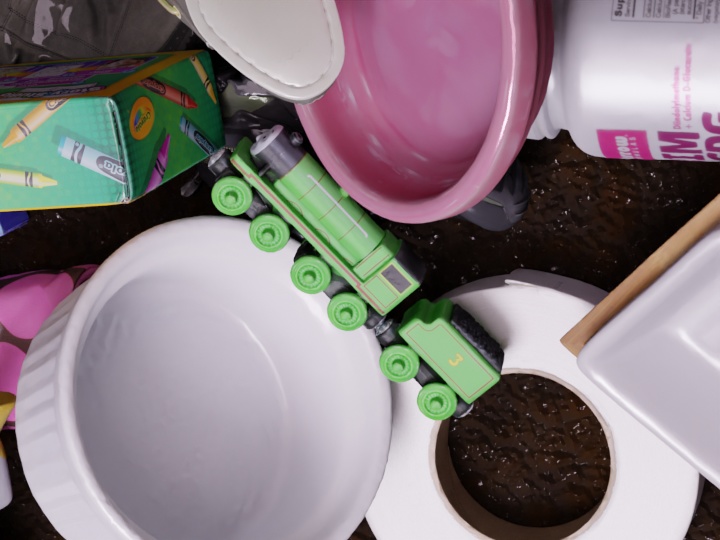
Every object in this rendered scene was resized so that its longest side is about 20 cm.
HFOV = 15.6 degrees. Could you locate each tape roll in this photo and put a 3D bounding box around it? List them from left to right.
[{"bbox_3d":[0.094,0.101,1.475,0.202,0.037,0.204,3,103,15],"label":"tape roll"}]

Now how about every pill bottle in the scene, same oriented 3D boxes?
[{"bbox_3d":[0.167,-0.113,1.364,0.199,0.113,0.114,3,104,15],"label":"pill bottle"}]

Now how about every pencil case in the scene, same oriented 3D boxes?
[{"bbox_3d":[-0.234,0.057,1.531,0.199,0.091,0.094,-8,112,19],"label":"pencil case"}]

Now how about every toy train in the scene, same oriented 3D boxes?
[{"bbox_3d":[0.000,0.000,1.416,0.056,0.042,0.200,-39,103,22],"label":"toy train"}]

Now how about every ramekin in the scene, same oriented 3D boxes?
[{"bbox_3d":[-0.091,0.078,1.438,0.098,0.200,0.201,-23,98,56],"label":"ramekin"}]

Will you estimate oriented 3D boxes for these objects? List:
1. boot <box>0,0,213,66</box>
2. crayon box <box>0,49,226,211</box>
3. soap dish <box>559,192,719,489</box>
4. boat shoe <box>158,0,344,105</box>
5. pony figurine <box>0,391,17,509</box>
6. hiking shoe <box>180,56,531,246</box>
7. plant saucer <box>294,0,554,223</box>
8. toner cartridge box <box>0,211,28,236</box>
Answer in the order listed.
[{"bbox_3d":[-0.142,-0.153,1.467,0.131,0.068,0.200,39,109,9],"label":"boot"},{"bbox_3d":[-0.188,-0.073,1.409,0.199,0.119,0.058,-3,105,23],"label":"crayon box"},{"bbox_3d":[0.227,0.049,1.370,0.200,0.081,0.157,38,134,-6],"label":"soap dish"},{"bbox_3d":[-0.075,-0.161,1.378,0.072,0.060,0.202,-36,71,-11],"label":"boat shoe"},{"bbox_3d":[-0.271,0.167,1.471,0.192,0.167,0.201,-8,113,-15],"label":"pony figurine"},{"bbox_3d":[-0.002,-0.051,1.456,0.200,0.076,0.101,21,119,17],"label":"hiking shoe"},{"bbox_3d":[0.032,-0.126,1.335,0.200,0.051,0.201,20,115,51],"label":"plant saucer"},{"bbox_3d":[-0.277,-0.100,1.525,0.095,0.043,0.201,-21,96,18],"label":"toner cartridge box"}]
